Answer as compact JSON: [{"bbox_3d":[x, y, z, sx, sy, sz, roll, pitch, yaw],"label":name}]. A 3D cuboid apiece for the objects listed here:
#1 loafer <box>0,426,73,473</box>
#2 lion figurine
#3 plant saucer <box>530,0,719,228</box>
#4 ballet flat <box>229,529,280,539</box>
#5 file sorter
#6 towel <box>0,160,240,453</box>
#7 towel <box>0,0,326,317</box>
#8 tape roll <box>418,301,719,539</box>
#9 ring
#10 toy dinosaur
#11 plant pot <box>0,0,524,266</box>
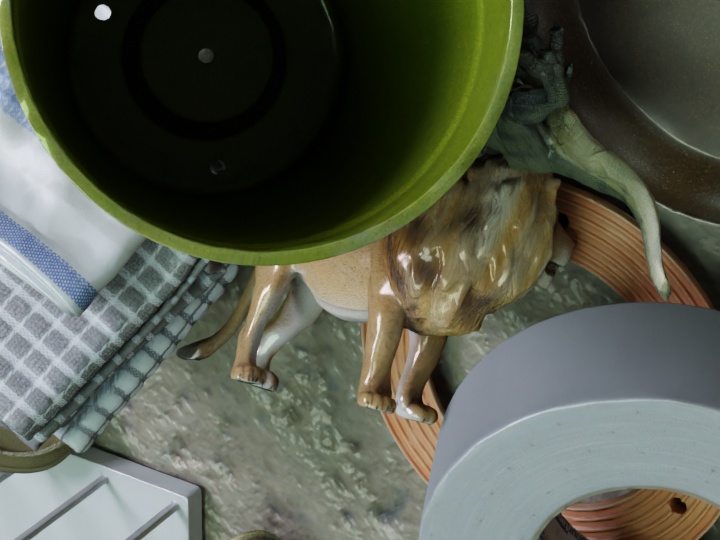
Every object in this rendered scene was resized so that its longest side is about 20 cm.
[{"bbox_3d":[-0.221,0.037,1.361,0.200,0.076,0.067,34,157,-19],"label":"loafer"},{"bbox_3d":[0.000,0.000,1.200,0.200,0.072,0.123,9,84,39],"label":"lion figurine"},{"bbox_3d":[0.153,-0.113,1.083,0.200,0.032,0.200,17,123,28],"label":"plant saucer"},{"bbox_3d":[-0.069,0.216,1.401,0.071,0.071,0.200,14,119,29],"label":"ballet flat"},{"bbox_3d":[-0.200,0.170,1.424,0.200,0.125,0.139,18,122,28],"label":"file sorter"},{"bbox_3d":[-0.161,-0.032,1.253,0.200,0.166,0.086,41,175,12],"label":"towel"},{"bbox_3d":[-0.125,-0.094,1.209,0.147,0.200,0.024,37,175,12],"label":"towel"},{"bbox_3d":[0.127,0.111,1.149,0.200,0.066,0.200,6,129,8],"label":"tape roll"},{"bbox_3d":[0.088,0.047,1.223,0.200,0.019,0.201,17,123,27],"label":"ring"},{"bbox_3d":[0.071,-0.070,1.093,0.200,0.047,0.088,41,148,50],"label":"toy dinosaur"},{"bbox_3d":[-0.052,-0.098,1.095,0.200,0.200,0.193,57,171,-3],"label":"plant pot"}]
